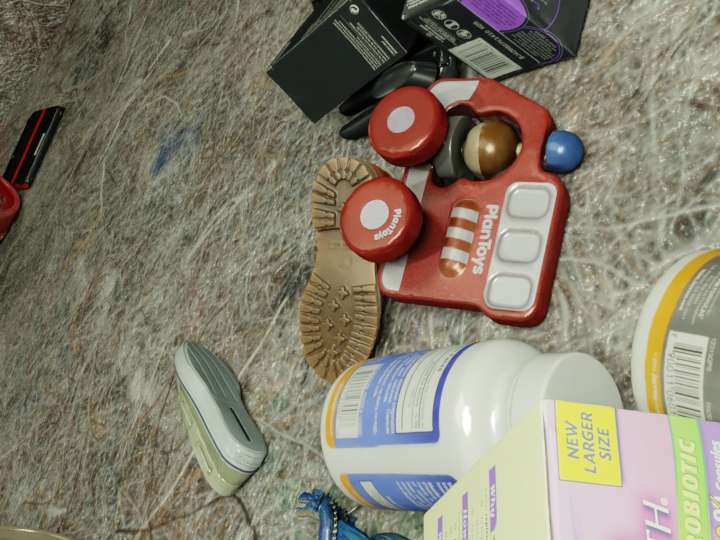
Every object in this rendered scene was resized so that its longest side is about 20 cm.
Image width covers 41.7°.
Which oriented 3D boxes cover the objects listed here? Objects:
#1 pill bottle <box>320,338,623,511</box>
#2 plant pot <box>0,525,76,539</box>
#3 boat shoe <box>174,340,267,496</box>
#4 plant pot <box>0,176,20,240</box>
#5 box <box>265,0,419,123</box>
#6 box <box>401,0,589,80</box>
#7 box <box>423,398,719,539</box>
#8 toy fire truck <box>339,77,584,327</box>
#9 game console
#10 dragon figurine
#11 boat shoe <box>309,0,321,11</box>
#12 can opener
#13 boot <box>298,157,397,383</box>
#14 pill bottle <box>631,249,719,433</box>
[{"bbox_3d":[0.072,0.106,0.638,0.199,0.112,0.113,-14,56,49],"label":"pill bottle"},{"bbox_3d":[-0.402,0.400,1.045,0.199,0.199,0.175,12,93,57],"label":"plant pot"},{"bbox_3d":[-0.158,0.145,0.970,0.062,0.072,0.200,-52,36,11],"label":"boat shoe"},{"bbox_3d":[-0.854,-0.110,2.027,0.183,0.199,0.201,-58,31,24],"label":"plant pot"},{"bbox_3d":[0.006,-0.260,0.966,0.141,0.079,0.201,-26,25,40],"label":"box"},{"bbox_3d":[0.133,-0.287,0.824,0.106,0.122,0.201,-6,62,54],"label":"box"},{"bbox_3d":[0.102,0.187,0.473,0.200,0.096,0.177,113,163,-58],"label":"box"},{"bbox_3d":[0.090,-0.059,0.756,0.167,0.112,0.201,7,72,31],"label":"toy fire truck"},{"bbox_3d":[-0.738,-0.275,2.135,0.176,0.031,0.201,4,71,51],"label":"game console"},{"bbox_3d":[0.005,0.220,0.698,0.199,0.059,0.100,-2,66,56],"label":"dragon figurine"},{"bbox_3d":[-0.035,-0.325,1.140,0.070,0.066,0.201,-19,52,47],"label":"boat shoe"},{"bbox_3d":[0.032,-0.180,0.950,0.200,0.078,0.064,-12,65,62],"label":"can opener"},{"bbox_3d":[0.000,0.000,0.860,0.074,0.107,0.202,10,98,19],"label":"boot"},{"bbox_3d":[0.237,0.053,0.441,0.199,0.116,0.117,9,74,56],"label":"pill bottle"}]
